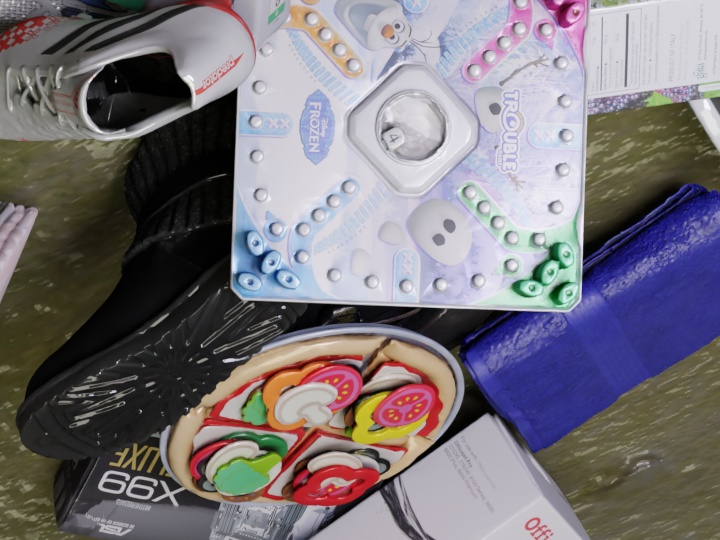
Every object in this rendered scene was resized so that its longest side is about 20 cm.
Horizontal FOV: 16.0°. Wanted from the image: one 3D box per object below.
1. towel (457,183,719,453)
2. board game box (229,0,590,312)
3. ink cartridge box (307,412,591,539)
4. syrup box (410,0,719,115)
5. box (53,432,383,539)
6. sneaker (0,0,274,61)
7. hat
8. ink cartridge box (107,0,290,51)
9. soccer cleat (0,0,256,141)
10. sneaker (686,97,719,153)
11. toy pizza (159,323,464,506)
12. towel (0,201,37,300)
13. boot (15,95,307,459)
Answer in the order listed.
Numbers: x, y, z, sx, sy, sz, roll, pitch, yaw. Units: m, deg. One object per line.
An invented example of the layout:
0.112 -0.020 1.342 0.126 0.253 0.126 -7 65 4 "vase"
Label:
0.166 0.030 1.673 0.200 0.050 0.148 -32 149 4 "towel"
0.030 -0.080 1.438 0.199 0.026 0.201 2 87 -4 "board game box"
0.051 0.207 1.754 0.200 0.084 0.145 -36 145 4 "ink cartridge box"
0.121 -0.144 1.516 0.199 0.079 0.082 -9 132 -5 "syrup box"
-0.086 0.123 1.714 0.199 0.050 0.158 15 125 -24 "box"
-0.136 -0.136 1.460 0.199 0.085 0.077 -2 130 -11 "sneaker"
0.000 0.000 1.602 0.200 0.081 0.201 -13 156 -6 "hat"
-0.110 -0.229 1.360 0.161 0.050 0.200 21 134 16 "ink cartridge box"
-0.148 -0.101 1.384 0.199 0.085 0.069 -8 118 30 "soccer cleat"
0.281 -0.092 1.607 0.099 0.071 0.200 -39 133 18 "sneaker"
-0.028 0.102 1.625 0.200 0.032 0.200 -11 146 -8 "toy pizza"
-0.264 0.073 1.541 0.032 0.200 0.191 26 121 -2 "towel"
-0.129 0.005 1.533 0.211 0.158 0.079 -34 138 10 "boot"
